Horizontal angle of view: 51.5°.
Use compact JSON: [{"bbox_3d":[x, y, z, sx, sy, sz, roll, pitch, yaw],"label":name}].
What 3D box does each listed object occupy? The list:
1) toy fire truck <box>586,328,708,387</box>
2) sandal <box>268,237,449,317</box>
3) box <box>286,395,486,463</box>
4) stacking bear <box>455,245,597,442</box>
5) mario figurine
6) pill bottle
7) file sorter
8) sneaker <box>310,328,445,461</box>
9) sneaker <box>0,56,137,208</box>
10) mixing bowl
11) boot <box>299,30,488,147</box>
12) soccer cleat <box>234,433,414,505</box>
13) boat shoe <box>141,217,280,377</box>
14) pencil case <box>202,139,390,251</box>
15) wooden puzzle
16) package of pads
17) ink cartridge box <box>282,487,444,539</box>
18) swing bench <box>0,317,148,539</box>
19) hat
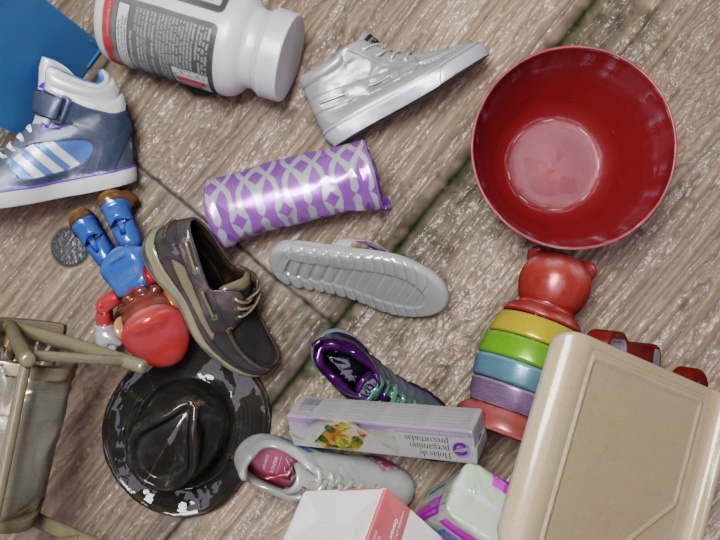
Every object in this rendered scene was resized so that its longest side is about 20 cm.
[{"bbox_3d":[0.247,0.160,0.723,0.112,0.168,0.201,8,88,43],"label":"toy fire truck"},{"bbox_3d":[0.001,-0.005,0.816,0.202,0.083,0.050,14,46,6],"label":"sandal"},{"bbox_3d":[0.023,0.156,0.742,0.200,0.041,0.039,-1,115,24],"label":"box"},{"bbox_3d":[0.181,0.076,0.776,0.121,0.114,0.200,17,81,22],"label":"stacking bear"},{"bbox_3d":[-0.247,0.017,0.834,0.123,0.106,0.200,-39,73,39],"label":"mario figurine"},{"bbox_3d":[-0.170,-0.255,0.803,0.200,0.116,0.116,18,90,4],"label":"pill bottle"},{"bbox_3d":[-0.396,-0.245,0.777,0.123,0.200,0.139,37,91,6],"label":"file sorter"},{"bbox_3d":[0.024,0.140,0.793,0.200,0.088,0.074,36,91,4],"label":"sneaker"},{"bbox_3d":[-0.349,-0.151,0.804,0.200,0.081,0.147,-12,106,-15],"label":"sneaker"},{"bbox_3d":[0.209,-0.119,0.778,0.200,0.108,0.201,0,88,3],"label":"mixing bowl"},{"bbox_3d":[0.032,-0.221,0.809,0.200,0.074,0.096,-28,94,3],"label":"boot"},{"bbox_3d":[-0.038,0.225,0.788,0.199,0.086,0.070,14,89,-4],"label":"soccer cleat"},{"bbox_3d":[-0.145,0.030,0.785,0.073,0.075,0.200,-25,113,32],"label":"boat shoe"},{"bbox_3d":[-0.073,-0.079,0.811,0.199,0.084,0.086,-14,125,5],"label":"pencil case"},{"bbox_3d":[0.221,0.167,0.644,0.200,0.037,0.185,21,81,-20],"label":"wooden puzzle"},{"bbox_3d":[0.157,0.282,0.748,0.200,0.155,0.068,32,62,5],"label":"package of pads"},{"bbox_3d":[0.033,0.296,0.734,0.200,0.116,0.068,47,47,-25],"label":"ink cartridge box"},{"bbox_3d":[-0.341,0.161,0.756,0.200,0.130,0.199,11,89,42],"label":"swing bench"},{"bbox_3d":[-0.200,0.176,0.810,0.200,0.081,0.201,0,87,4],"label":"hat"}]
